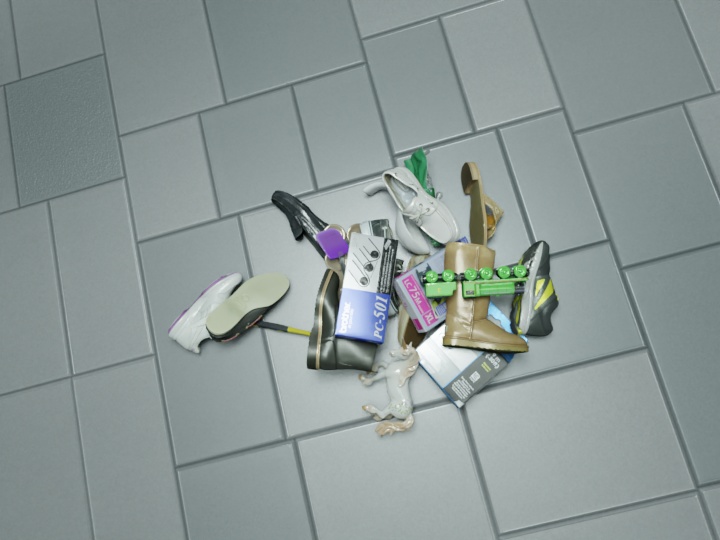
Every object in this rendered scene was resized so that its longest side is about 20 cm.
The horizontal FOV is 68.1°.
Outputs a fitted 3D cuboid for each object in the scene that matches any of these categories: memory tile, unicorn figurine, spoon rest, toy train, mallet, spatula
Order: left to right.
[{"bbox_3d":[-0.142,0.131,1.140,0.200,0.066,0.041,7,71,23],"label":"mallet"},{"bbox_3d":[-0.029,0.007,1.097,0.056,0.021,0.200,-27,96,-30],"label":"spatula"},{"bbox_3d":[0.000,0.000,1.122,0.153,0.017,0.200,-3,88,-7],"label":"memory tile"},{"bbox_3d":[0.064,0.224,1.060,0.137,0.074,0.200,-13,96,29],"label":"unicorn figurine"},{"bbox_3d":[0.085,-0.114,1.126,0.061,0.099,0.200,-42,70,17],"label":"spoon rest"},{"bbox_3d":[0.212,0.023,0.981,0.200,0.042,0.057,-3,87,5],"label":"toy train"}]

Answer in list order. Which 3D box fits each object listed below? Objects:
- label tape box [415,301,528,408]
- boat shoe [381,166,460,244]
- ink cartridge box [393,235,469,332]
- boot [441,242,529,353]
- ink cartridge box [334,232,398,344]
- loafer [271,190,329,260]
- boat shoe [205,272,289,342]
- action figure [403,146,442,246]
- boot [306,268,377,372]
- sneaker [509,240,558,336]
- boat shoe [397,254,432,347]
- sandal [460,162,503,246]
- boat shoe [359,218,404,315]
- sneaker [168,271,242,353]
[{"bbox_3d":[0.221,0.155,1.073,0.200,0.066,0.143,-42,78,0],"label":"label tape box"},{"bbox_3d":[0.112,-0.124,1.060,0.200,0.069,0.071,48,124,16],"label":"boat shoe"},{"bbox_3d":[0.171,0.023,1.069,0.200,0.042,0.119,-31,93,-22],"label":"ink cartridge box"},{"bbox_3d":[0.242,0.053,1.021,0.175,0.066,0.200,8,78,-5],"label":"boot"},{"bbox_3d":[0.012,0.034,1.015,0.094,0.044,0.200,9,77,-1],"label":"ink cartridge box"},{"bbox_3d":[-0.123,-0.097,1.156,0.200,0.068,0.070,40,79,8],"label":"loafer"},{"bbox_3d":[-0.238,0.075,1.127,0.201,0.063,0.074,-38,75,-26],"label":"boat shoe"},{"bbox_3d":[0.143,-0.149,1.126,0.055,0.118,0.200,-10,88,-7],"label":"action figure"},{"bbox_3d":[-0.024,0.103,1.054,0.138,0.077,0.200,7,77,2],"label":"boot"},{"bbox_3d":[0.361,0.040,1.081,0.084,0.074,0.200,14,85,-6],"label":"sneaker"},{"bbox_3d":[0.110,0.064,1.107,0.065,0.072,0.200,5,78,49],"label":"boat shoe"},{"bbox_3d":[0.266,-0.132,1.114,0.069,0.078,0.212,-2,70,-12],"label":"sandal"},{"bbox_3d":[0.054,-0.011,1.079,0.071,0.072,0.200,-15,89,9],"label":"boat shoe"},{"bbox_3d":[-0.318,0.091,1.157,0.100,0.075,0.200,43,87,-8],"label":"sneaker"}]
